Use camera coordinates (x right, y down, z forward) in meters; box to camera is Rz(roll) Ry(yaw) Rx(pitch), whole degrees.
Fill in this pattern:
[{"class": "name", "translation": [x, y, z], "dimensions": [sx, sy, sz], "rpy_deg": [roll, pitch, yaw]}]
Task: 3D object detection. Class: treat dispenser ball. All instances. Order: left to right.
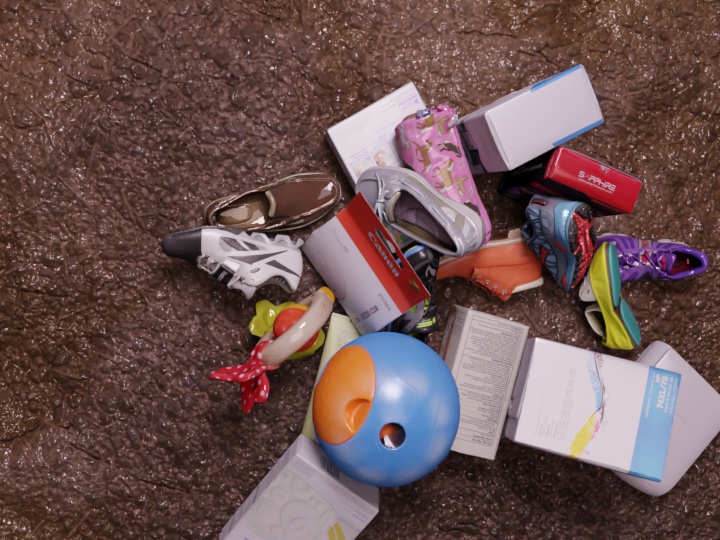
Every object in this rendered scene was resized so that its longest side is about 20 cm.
[{"class": "treat dispenser ball", "translation": [0.034, 0.184, 0.952], "dimensions": [0.198, 0.201, 0.203], "rpy_deg": [0, 93, -8]}]

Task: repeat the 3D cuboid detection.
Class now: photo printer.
[{"class": "photo printer", "translation": [0.458, 0.237, 1.112], "dimensions": [0.166, 0.069, 0.200], "rpy_deg": [43, 87, -8]}]

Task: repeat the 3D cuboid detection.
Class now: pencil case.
[{"class": "pencil case", "translation": [0.115, -0.123, 0.979], "dimensions": [0.082, 0.086, 0.202], "rpy_deg": [-22, 98, -22]}]

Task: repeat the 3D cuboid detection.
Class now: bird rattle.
[{"class": "bird rattle", "translation": [-0.109, 0.088, 0.958], "dimensions": [0.163, 0.200, 0.113], "rpy_deg": [-38, 92, 24]}]

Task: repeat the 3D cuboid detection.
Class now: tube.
[{"class": "tube", "translation": [-0.040, 0.165, 1.048], "dimensions": [0.051, 0.058, 0.202], "rpy_deg": [16, 91, 6]}]

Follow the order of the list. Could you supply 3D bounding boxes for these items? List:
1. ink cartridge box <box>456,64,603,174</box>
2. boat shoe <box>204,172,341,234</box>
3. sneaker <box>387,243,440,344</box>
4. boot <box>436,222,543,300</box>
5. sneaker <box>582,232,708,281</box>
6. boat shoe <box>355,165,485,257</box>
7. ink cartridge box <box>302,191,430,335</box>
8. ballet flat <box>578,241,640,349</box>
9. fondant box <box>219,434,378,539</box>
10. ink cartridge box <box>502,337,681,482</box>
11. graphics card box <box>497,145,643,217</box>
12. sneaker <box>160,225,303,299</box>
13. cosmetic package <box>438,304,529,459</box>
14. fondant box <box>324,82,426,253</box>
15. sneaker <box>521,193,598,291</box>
[{"class": "ink cartridge box", "translation": [0.217, -0.202, 0.988], "dimensions": [0.145, 0.200, 0.087], "rpy_deg": [-27, 97, -5]}, {"class": "boat shoe", "translation": [-0.121, -0.088, 1.008], "dimensions": [0.200, 0.075, 0.075], "rpy_deg": [-19, 96, -7]}, {"class": "sneaker", "translation": [0.085, 0.044, 0.999], "dimensions": [0.070, 0.083, 0.201], "rpy_deg": [-17, 135, -24]}, {"class": "boot", "translation": [0.182, 0.001, 1.061], "dimensions": [0.198, 0.075, 0.108], "rpy_deg": [-13, 100, -8]}, {"class": "sneaker", "translation": [0.433, -0.019, 1.088], "dimensions": [0.198, 0.083, 0.082], "rpy_deg": [-3, 93, -5]}, {"class": "boat shoe", "translation": [0.068, -0.078, 0.939], "dimensions": [0.201, 0.065, 0.075], "rpy_deg": [34, 127, 26]}, {"class": "ink cartridge box", "translation": [0.000, 0.000, 0.958], "dimensions": [0.057, 0.200, 0.163], "rpy_deg": [-34, 88, -16]}, {"class": "ballet flat", "translation": [0.365, 0.045, 1.066], "dimensions": [0.066, 0.067, 0.201], "rpy_deg": [-7, 128, 32]}, {"class": "fondant box", "translation": [-0.088, 0.355, 1.012], "dimensions": [0.144, 0.058, 0.200], "rpy_deg": [36, 105, -9]}, {"class": "ink cartridge box", "translation": [0.316, 0.191, 1.006], "dimensions": [0.198, 0.147, 0.148], "rpy_deg": [14, 84, 6]}, {"class": "graphics card box", "translation": [0.286, -0.118, 1.003], "dimensions": [0.124, 0.200, 0.051], "rpy_deg": [21, 89, -10]}, {"class": "sneaker", "translation": [-0.173, -0.008, 0.976], "dimensions": [0.198, 0.074, 0.090], "rpy_deg": [5, 72, -18]}, {"class": "cosmetic package", "translation": [0.165, 0.162, 1.057], "dimensions": [0.102, 0.087, 0.202], "rpy_deg": [16, 90, -10]}, {"class": "fondant box", "translation": [0.057, -0.147, 1.040], "dimensions": [0.143, 0.058, 0.201], "rpy_deg": [-29, 96, -6]}, {"class": "sneaker", "translation": [0.281, -0.047, 1.018], "dimensions": [0.095, 0.201, 0.080], "rpy_deg": [28, 70, 30]}]
